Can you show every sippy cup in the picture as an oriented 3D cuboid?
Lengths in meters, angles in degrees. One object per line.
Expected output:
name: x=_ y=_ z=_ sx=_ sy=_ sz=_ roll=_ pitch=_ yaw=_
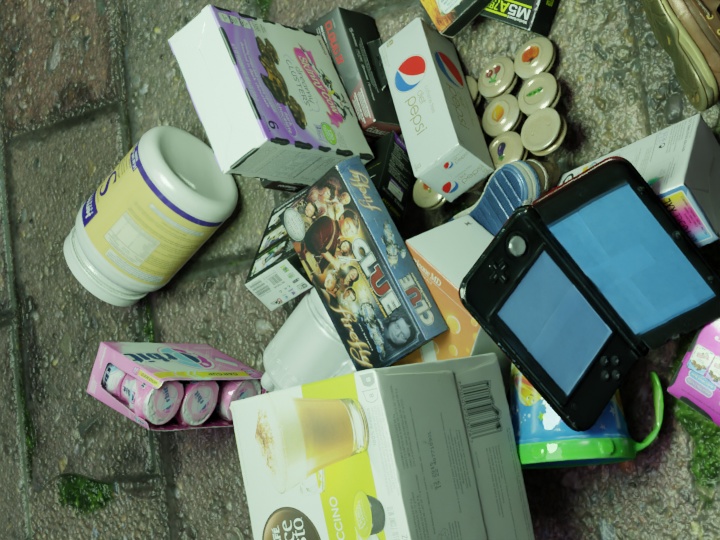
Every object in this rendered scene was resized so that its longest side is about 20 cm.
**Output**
sippy cup: x=0.206 y=0.131 z=1.525 sx=0.139 sy=0.176 sz=0.132 roll=-21 pitch=70 yaw=56

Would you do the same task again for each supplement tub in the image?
supplement tub: x=-0.263 y=-0.065 z=1.870 sx=0.200 sy=0.145 sz=0.146 roll=-44 pitch=64 yaw=25

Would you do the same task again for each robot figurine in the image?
robot figurine: x=-0.034 y=0.084 z=1.714 sx=0.201 sy=0.112 sz=0.170 roll=-53 pitch=35 yaw=21

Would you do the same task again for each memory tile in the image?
memory tile: x=0.132 y=-0.159 z=1.632 sx=0.199 sy=0.017 sz=0.155 roll=-25 pitch=52 yaw=32

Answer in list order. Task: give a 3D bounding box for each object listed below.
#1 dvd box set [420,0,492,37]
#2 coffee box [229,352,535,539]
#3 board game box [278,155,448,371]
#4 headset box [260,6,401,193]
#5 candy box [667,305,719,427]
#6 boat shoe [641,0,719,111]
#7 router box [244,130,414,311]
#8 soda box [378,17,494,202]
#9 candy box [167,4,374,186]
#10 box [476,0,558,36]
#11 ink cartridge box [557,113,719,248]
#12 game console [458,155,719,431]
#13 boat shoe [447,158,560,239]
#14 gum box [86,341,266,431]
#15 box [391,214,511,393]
dvd box set: x=0.097 y=-0.378 z=1.639 sx=0.146 sy=0.029 sz=0.201 roll=-39 pitch=68 yaw=28
coffee box: x=0.021 y=0.200 z=1.457 sx=0.196 sy=0.199 sz=0.202 roll=-16 pitch=82 yaw=38
board game box: x=0.000 y=0.000 z=1.563 sx=0.135 sy=0.034 sz=0.201 roll=-37 pitch=78 yaw=52
headset box: x=-0.042 y=-0.201 z=1.759 sx=0.199 sy=0.075 sz=0.150 roll=-27 pitch=73 yaw=32
candy box: x=0.400 y=0.064 z=1.430 sx=0.136 sy=0.061 sz=0.202 roll=35 pitch=108 yaw=32
boat shoe: x=0.330 y=-0.253 z=1.503 sx=0.067 sy=0.072 sz=0.202 roll=-20 pitch=64 yaw=0
router box: x=-0.032 y=-0.056 z=1.707 sx=0.199 sy=0.051 sz=0.150 roll=-30 pitch=27 yaw=31
soda box: x=0.081 y=-0.177 z=1.629 sx=0.063 sy=0.068 sz=0.201 roll=-35 pitch=47 yaw=25
candy box: x=-0.093 y=-0.184 z=1.625 sx=0.071 sy=0.199 sz=0.169 roll=-34 pitch=70 yaw=29
box: x=0.147 y=-0.377 z=1.650 sx=0.199 sy=0.047 sz=0.195 roll=24 pitch=104 yaw=34
ink cartridge box: x=0.259 y=-0.058 z=1.488 sx=0.199 sy=0.137 sz=0.077 roll=-22 pitch=114 yaw=33
game console: x=0.221 y=0.027 z=1.405 sx=0.173 sy=0.200 sz=0.118 roll=-50 pitch=20 yaw=-24
boat shoe: x=0.152 y=-0.048 z=1.606 sx=0.073 sy=0.072 sz=0.200 roll=64 pitch=146 yaw=17
gum box: x=-0.219 y=0.137 z=1.793 sx=0.113 sy=0.199 sz=0.067 roll=25 pitch=102 yaw=35
box: x=0.098 y=0.065 z=1.585 sx=0.124 sy=0.097 sz=0.201 roll=42 pitch=136 yaw=30
